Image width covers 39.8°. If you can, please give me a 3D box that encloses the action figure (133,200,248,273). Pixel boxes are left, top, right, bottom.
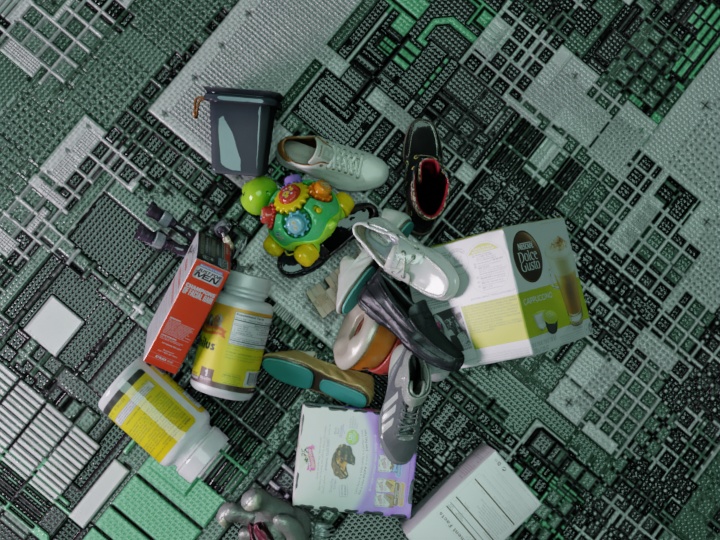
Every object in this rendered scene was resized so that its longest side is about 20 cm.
[{"bbox_3d":[-0.276,-0.040,1.670,0.199,0.069,0.131,30,78,-16],"label":"action figure"}]

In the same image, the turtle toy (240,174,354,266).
[{"bbox_3d":[-0.115,-0.101,1.647,0.199,0.101,0.146,17,62,38],"label":"turtle toy"}]

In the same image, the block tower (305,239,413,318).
[{"bbox_3d":[0.000,0.000,1.688,0.199,0.054,0.058,-35,89,-5],"label":"block tower"}]

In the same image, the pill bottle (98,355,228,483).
[{"bbox_3d":[-0.319,0.245,1.624,0.200,0.114,0.114,42,85,1],"label":"pill bottle"}]

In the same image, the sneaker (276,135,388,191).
[{"bbox_3d":[-0.047,-0.182,1.683,0.197,0.085,0.074,11,84,-4],"label":"sneaker"}]

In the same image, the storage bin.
[{"bbox_3d":[-0.202,-0.225,1.629,0.144,0.200,0.136,4,95,-3],"label":"storage bin"}]

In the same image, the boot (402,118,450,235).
[{"bbox_3d":[0.109,-0.165,1.656,0.072,0.151,0.203,5,86,-3],"label":"boot"}]

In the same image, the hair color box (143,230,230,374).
[{"bbox_3d":[-0.279,0.051,1.603,0.063,0.111,0.201,23,110,-17],"label":"hair color box"}]

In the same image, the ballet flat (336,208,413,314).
[{"bbox_3d":[0.008,-0.020,1.637,0.069,0.069,0.201,37,81,0],"label":"ballet flat"}]

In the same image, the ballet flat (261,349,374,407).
[{"bbox_3d":[-0.069,0.172,1.674,0.198,0.069,0.063,22,46,0],"label":"ballet flat"}]

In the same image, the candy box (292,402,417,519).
[{"bbox_3d":[-0.009,0.315,1.657,0.197,0.072,0.170,7,86,-3],"label":"candy box"}]

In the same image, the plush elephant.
[{"bbox_3d":[-0.141,0.461,1.595,0.199,0.164,0.156,26,58,-24],"label":"plush elephant"}]

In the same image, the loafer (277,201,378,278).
[{"bbox_3d":[-0.056,-0.057,1.683,0.199,0.063,0.072,-33,88,-5],"label":"loafer"}]

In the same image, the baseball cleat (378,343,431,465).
[{"bbox_3d":[0.070,0.218,1.567,0.069,0.106,0.203,-1,97,-13],"label":"baseball cleat"}]

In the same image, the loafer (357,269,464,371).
[{"bbox_3d":[0.082,0.078,1.526,0.200,0.068,0.071,39,110,19],"label":"loafer"}]

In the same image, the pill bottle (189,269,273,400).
[{"bbox_3d":[-0.208,0.105,1.636,0.108,0.109,0.203,14,89,-2],"label":"pill bottle"}]

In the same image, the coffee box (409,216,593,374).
[{"bbox_3d":[0.219,0.038,1.587,0.199,0.199,0.200,-16,86,40],"label":"coffee box"}]

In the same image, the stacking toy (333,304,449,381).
[{"bbox_3d":[0.067,0.132,1.659,0.199,0.146,0.147,28,85,-16],"label":"stacking toy"}]

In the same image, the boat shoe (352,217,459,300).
[{"bbox_3d":[0.063,-0.015,1.534,0.199,0.069,0.071,35,111,30],"label":"boat shoe"}]

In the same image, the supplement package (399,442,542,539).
[{"bbox_3d":[0.178,0.400,1.636,0.200,0.121,0.120,-42,90,-4],"label":"supplement package"}]
